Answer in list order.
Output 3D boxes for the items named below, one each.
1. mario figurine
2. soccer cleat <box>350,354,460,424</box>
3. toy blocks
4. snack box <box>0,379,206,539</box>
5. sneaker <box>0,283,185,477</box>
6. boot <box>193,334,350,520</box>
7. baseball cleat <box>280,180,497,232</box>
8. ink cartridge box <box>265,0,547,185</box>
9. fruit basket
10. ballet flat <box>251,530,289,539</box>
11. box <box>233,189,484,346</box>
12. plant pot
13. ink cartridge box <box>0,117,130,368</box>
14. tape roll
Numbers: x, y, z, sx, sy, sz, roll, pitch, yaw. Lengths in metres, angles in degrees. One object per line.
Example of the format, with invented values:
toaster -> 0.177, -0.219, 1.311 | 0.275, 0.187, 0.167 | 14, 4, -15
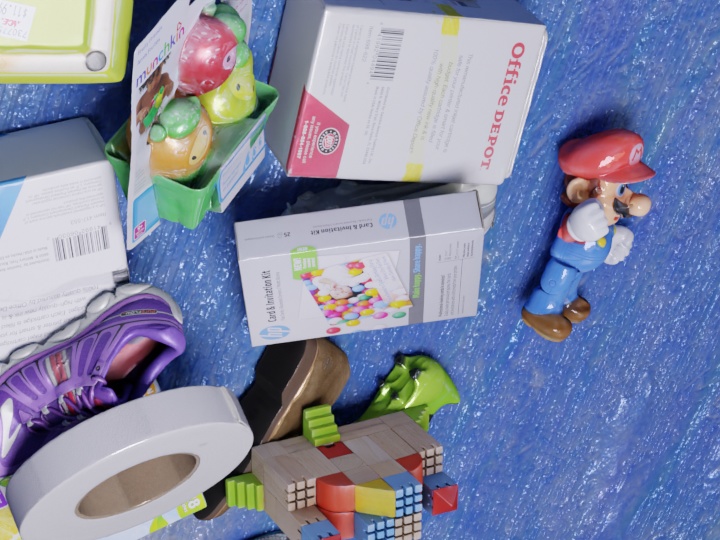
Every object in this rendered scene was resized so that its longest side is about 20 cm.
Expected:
mario figurine -> 0.214, -0.030, 1.517 | 0.105, 0.124, 0.201 | 8, 120, -14
soccer cleat -> 0.011, 0.165, 1.573 | 0.200, 0.068, 0.081 | -45, 128, 3
toy blocks -> 0.003, 0.185, 1.455 | 0.199, 0.137, 0.101 | -11, 115, -26
snack box -> -0.251, 0.167, 1.456 | 0.199, 0.068, 0.170 | -26, 126, -10
sneaker -> -0.219, 0.090, 1.310 | 0.200, 0.084, 0.081 | -40, 127, 4
boot -> -0.079, 0.145, 1.521 | 0.075, 0.074, 0.201 | 26, 103, -41
baseball cleat -> 0.029, -0.032, 1.461 | 0.198, 0.070, 0.107 | -14, 123, -15
ink cartridge box -> 0.033, -0.153, 1.383 | 0.198, 0.084, 0.146 | 2, 118, -25
fruit basket -> -0.117, -0.135, 1.262 | 0.093, 0.186, 0.201 | 26, 138, 8
ballet flat -> -0.121, 0.299, 1.590 | 0.199, 0.072, 0.073 | -14, 123, -16
box -> 0.000, 0.000, 1.416 | 0.198, 0.041, 0.156 | -6, 152, -3
plant pot -> -0.249, -0.232, 1.152 | 0.198, 0.182, 0.200 | -2, 120, -22
ink cartridge box -> -0.260, -0.001, 1.340 | 0.145, 0.086, 0.201 | -14, 125, -16
tape roll -> -0.181, 0.156, 1.354 | 0.202, 0.037, 0.203 | -24, 158, -10
